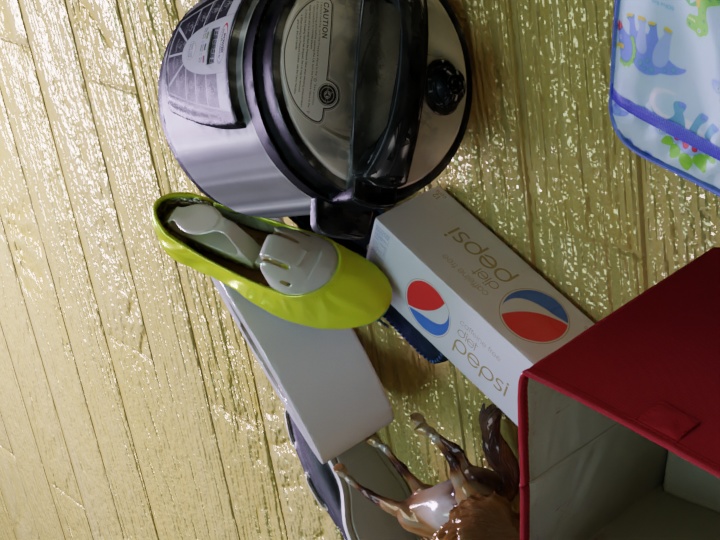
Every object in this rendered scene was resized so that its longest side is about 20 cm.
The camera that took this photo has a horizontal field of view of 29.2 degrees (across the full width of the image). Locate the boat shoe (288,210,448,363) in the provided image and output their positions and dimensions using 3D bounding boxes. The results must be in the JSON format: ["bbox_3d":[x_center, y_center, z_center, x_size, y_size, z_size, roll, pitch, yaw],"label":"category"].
[{"bbox_3d":[0.000,0.000,1.086,0.200,0.069,0.084,48,145,20],"label":"boat shoe"}]

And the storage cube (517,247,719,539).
[{"bbox_3d":[0.212,0.117,0.784,0.200,0.179,0.172,28,135,41],"label":"storage cube"}]

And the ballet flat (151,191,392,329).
[{"bbox_3d":[-0.072,-0.012,1.011,0.199,0.067,0.067,21,160,25],"label":"ballet flat"}]

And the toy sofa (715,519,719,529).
[{"bbox_3d":[0.274,0.254,0.905,0.200,0.097,0.083,56,171,8],"label":"toy sofa"}]

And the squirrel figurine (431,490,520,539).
[{"bbox_3d":[0.131,0.270,1.059,0.200,0.142,0.187,29,149,29],"label":"squirrel figurine"}]

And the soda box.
[{"bbox_3d":[0.093,0.031,0.983,0.200,0.068,0.064,44,143,25],"label":"soda box"}]

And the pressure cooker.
[{"bbox_3d":[-0.022,-0.127,0.933,0.200,0.179,0.176,0,126,54],"label":"pressure cooker"}]

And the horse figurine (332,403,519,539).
[{"bbox_3d":[0.068,0.176,1.126,0.133,0.050,0.200,44,140,-9],"label":"horse figurine"}]

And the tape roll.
[{"bbox_3d":[-0.052,0.054,1.126,0.203,0.071,0.202,58,173,11],"label":"tape roll"}]

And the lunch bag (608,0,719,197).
[{"bbox_3d":[0.221,-0.101,0.704,0.200,0.082,0.161,37,142,35],"label":"lunch bag"}]

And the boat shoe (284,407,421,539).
[{"bbox_3d":[-0.011,0.191,1.237,0.201,0.074,0.060,62,147,4],"label":"boat shoe"}]
